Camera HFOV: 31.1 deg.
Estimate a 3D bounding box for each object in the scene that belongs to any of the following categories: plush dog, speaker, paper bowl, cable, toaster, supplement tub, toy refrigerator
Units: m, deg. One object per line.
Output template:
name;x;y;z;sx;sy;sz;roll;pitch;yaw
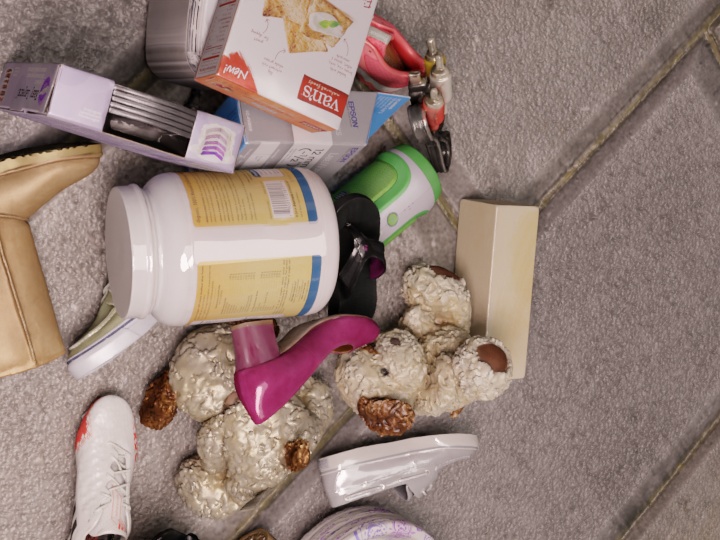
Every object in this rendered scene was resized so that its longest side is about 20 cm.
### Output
plush dog;-0.127;0.137;1.328;0.200;0.160;0.172;-40;93;-19
speaker;-0.007;-0.050;1.394;0.200;0.088;0.089;-40;116;-19
paper bowl;-0.003;0.365;1.457;0.199;0.104;0.203;-5;101;-30
cable;0.086;-0.152;1.388;0.200;0.050;0.098;64;25;-57
toaster;-0.138;-0.252;1.260;0.113;0.129;0.202;10;93;-30
supplement tub;-0.133;-0.023;1.232;0.198;0.144;0.146;-4;100;-22
toy refrigerator;0.157;0.021;1.512;0.069;0.076;0.203;0;97;-31
plush dog;0.052;0.108;1.429;0.170;0.201;0.162;-7;133;-21

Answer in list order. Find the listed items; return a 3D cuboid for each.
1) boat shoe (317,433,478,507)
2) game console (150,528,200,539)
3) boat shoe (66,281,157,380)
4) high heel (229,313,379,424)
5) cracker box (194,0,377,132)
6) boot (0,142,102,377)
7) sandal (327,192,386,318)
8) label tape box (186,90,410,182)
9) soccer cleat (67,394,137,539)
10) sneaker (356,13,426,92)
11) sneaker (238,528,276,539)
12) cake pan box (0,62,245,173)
boat shoe;0.049;0.228;1.474;0.198;0.072;0.069;-6;80;-30
game console;-0.213;0.366;1.279;0.200;0.116;0.176;-42;105;-6
boat shoe;-0.226;0.027;1.299;0.200;0.072;0.062;-44;100;-25
high heel;-0.049;0.097;1.285;0.199;0.067;0.097;-3;78;-43
cracker box;-0.058;-0.245;1.194;0.133;0.058;0.202;20;83;-30
boot;-0.314;-0.013;1.236;0.173;0.066;0.202;-14;105;-15
sandal;0.001;0.000;1.326;0.075;0.048;0.202;-35;145;-24
label tape box;-0.060;-0.124;1.314;0.198;0.143;0.067;0;70;-30
soccer cleat;-0.255;0.228;1.295;0.068;0.085;0.202;10;93;-31
sneaker;-0.005;-0.258;1.362;0.199;0.087;0.074;30;82;-31
sneaker;-0.141;0.381;1.402;0.201;0.067;0.090;-50;119;-7
cake pan box;-0.224;-0.140;1.186;0.183;0.199;0.053;14;91;-29
